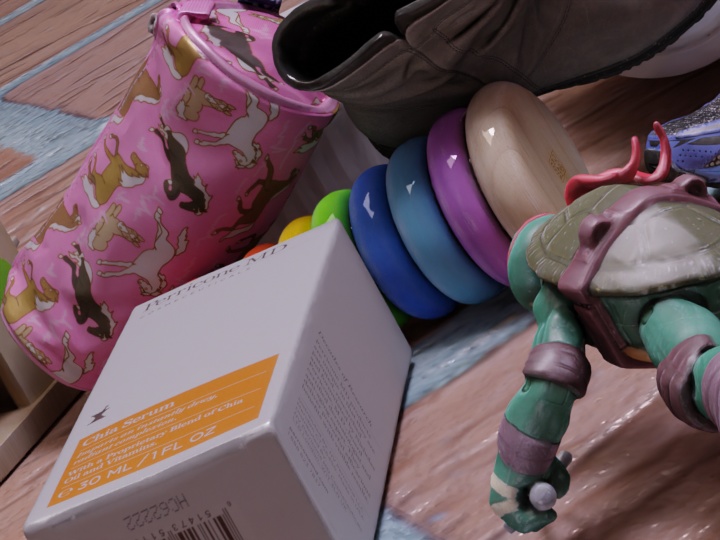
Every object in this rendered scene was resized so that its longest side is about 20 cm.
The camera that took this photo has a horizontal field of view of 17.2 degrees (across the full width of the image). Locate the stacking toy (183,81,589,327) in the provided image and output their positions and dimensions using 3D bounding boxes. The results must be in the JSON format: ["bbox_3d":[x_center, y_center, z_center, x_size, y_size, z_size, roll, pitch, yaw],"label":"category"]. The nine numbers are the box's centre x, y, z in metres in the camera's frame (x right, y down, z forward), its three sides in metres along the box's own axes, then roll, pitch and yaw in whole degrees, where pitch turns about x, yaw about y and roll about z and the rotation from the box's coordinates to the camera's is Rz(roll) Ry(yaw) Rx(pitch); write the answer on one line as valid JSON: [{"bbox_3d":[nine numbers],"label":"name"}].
[{"bbox_3d":[0.000,0.000,1.010,0.200,0.085,0.085,-28,15,24],"label":"stacking toy"}]

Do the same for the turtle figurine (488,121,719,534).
[{"bbox_3d":[0.097,0.022,0.750,0.150,0.101,0.200,-34,23,-18],"label":"turtle figurine"}]

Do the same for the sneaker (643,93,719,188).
[{"bbox_3d":[0.191,-0.097,0.969,0.200,0.079,0.075,-34,17,-20],"label":"sneaker"}]

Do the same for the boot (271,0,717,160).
[{"bbox_3d":[0.067,-0.116,0.976,0.200,0.068,0.131,-34,-19,7],"label":"boot"}]

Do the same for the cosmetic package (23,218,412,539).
[{"bbox_3d":[-0.047,0.061,0.890,0.101,0.071,0.200,-24,17,14],"label":"cosmetic package"}]

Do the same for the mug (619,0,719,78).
[{"bbox_3d":[0.116,-0.155,1.122,0.186,0.150,0.153,-15,19,7],"label":"mug"}]

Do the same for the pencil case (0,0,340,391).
[{"bbox_3d":[-0.089,-0.032,1.067,0.083,0.087,0.200,5,-47,-39],"label":"pencil case"}]

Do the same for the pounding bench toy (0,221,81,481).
[{"bbox_3d":[-0.262,0.033,1.163,0.200,0.156,0.124,-18,19,31],"label":"pounding bench toy"}]

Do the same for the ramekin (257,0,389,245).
[{"bbox_3d":[-0.017,-0.069,1.189,0.202,0.094,0.202,-25,17,8],"label":"ramekin"}]
